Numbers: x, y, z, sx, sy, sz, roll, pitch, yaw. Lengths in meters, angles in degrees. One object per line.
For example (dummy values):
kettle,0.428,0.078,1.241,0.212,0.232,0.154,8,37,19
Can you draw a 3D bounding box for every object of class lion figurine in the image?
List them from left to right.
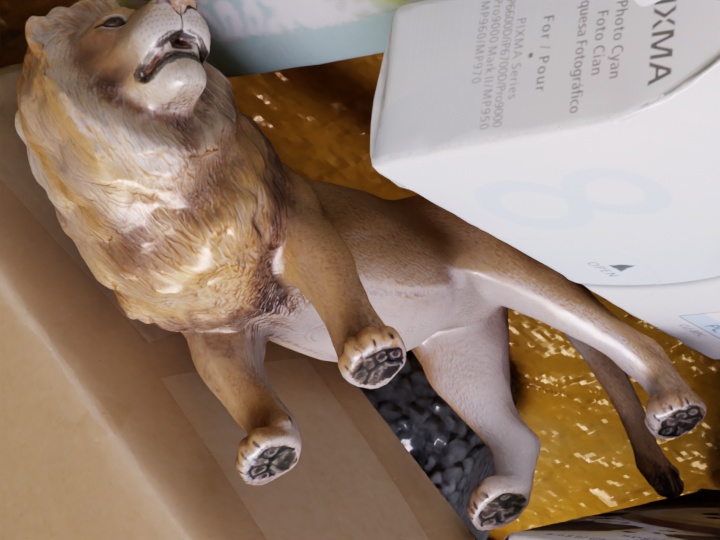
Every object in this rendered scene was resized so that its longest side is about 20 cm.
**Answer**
lion figurine,0.000,0.000,0.743,0.072,0.123,0.200,-46,139,19

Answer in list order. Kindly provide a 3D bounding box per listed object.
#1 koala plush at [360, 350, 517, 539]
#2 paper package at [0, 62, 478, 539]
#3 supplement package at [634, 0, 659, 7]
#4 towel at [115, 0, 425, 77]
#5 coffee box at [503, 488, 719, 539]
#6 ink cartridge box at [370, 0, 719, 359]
koala plush,-0.069,0.101,0.932,0.200,0.184,0.178,24,148,22
paper package,-0.089,0.079,0.786,0.200,0.103,0.191,51,123,21
supplement package,0.042,-0.167,0.522,0.200,0.118,0.117,40,142,-23
towel,-0.022,-0.126,0.686,0.200,0.048,0.171,-7,133,37
coffee box,0.119,0.110,0.794,0.113,0.080,0.200,5,180,21
ink cartridge box,0.128,-0.029,0.677,0.200,0.047,0.160,-6,157,38
